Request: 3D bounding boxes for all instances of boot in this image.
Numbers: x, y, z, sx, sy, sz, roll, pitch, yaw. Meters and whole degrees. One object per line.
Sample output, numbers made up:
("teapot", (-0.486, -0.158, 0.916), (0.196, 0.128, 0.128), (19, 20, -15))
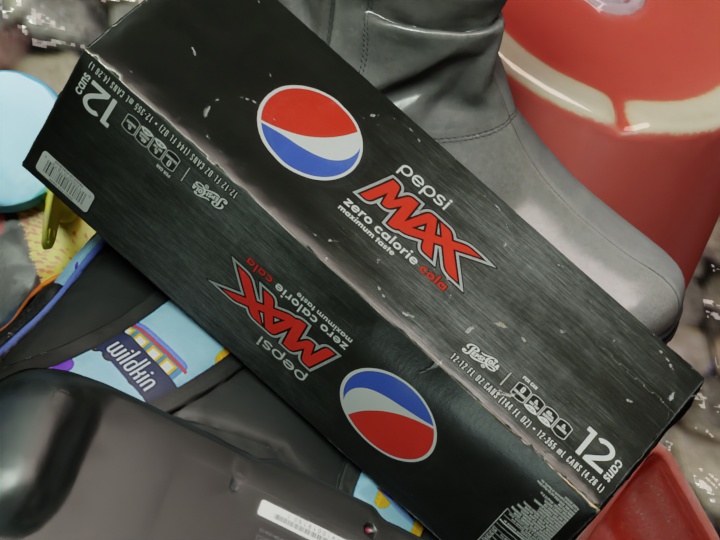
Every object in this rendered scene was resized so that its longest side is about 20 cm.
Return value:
("boot", (0.032, -0.063, 0.871), (0.200, 0.132, 0.070), (31, 39, 3))

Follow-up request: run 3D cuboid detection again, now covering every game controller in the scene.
("game controller", (-0.027, 0.104, 0.770), (0.200, 0.042, 0.105), (28, 53, -14))

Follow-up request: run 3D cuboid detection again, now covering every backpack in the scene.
("backpack", (-0.042, 0.070, 0.897), (0.182, 0.135, 0.200), (38, 47, 0))

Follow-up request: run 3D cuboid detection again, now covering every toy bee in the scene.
("toy bee", (-0.118, -0.010, 0.966), (0.131, 0.200, 0.109), (2, 75, -70))

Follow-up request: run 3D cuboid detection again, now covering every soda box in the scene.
("soda box", (0.000, 0.000, 0.838), (0.200, 0.063, 0.071), (42, 49, 4))

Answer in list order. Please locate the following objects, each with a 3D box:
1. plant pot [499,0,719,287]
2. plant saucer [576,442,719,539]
("plant pot", (0.050, -0.049, 1.023), (0.200, 0.177, 0.201), (15, 47, -17))
("plant saucer", (0.085, 0.189, 0.889), (0.200, 0.037, 0.200), (-47, 113, -45))
